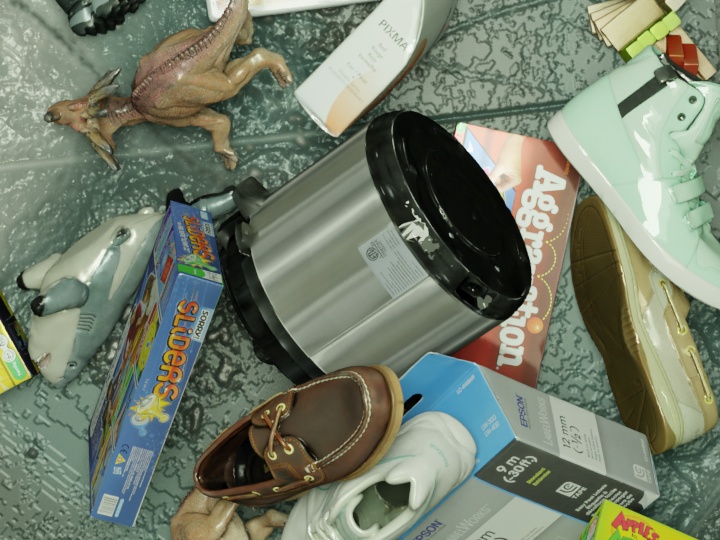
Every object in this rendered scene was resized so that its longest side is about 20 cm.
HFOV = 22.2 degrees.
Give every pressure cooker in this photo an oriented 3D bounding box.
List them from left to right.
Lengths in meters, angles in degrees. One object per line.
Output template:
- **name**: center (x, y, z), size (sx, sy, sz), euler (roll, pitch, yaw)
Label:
- **pressure cooker**: center (-0.001, 0.000, 1.323), size (0.200, 0.179, 0.176), euler (-35, 54, 24)

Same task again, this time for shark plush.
- **shark plush**: center (-0.178, 0.000, 1.409), size (0.200, 0.091, 0.083), euler (-42, 113, -17)

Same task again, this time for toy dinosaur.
- **toy dinosaur**: center (-0.139, -0.136, 1.334), size (0.135, 0.200, 0.086), euler (-6, 65, -35)
- **toy dinosaur**: center (-0.114, 0.228, 1.401), size (0.135, 0.086, 0.200), euler (-13, 75, 36)

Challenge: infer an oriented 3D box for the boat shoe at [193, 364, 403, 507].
- **boat shoe**: center (-0.046, 0.119, 1.263), size (0.070, 0.200, 0.071), euler (4, 62, -33)

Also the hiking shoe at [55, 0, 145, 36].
- **hiking shoe**: center (-0.163, -0.263, 1.355), size (0.200, 0.074, 0.087), euler (-41, 87, 16)

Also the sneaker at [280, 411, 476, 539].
- **sneaker**: center (-0.005, 0.171, 1.293), size (0.070, 0.080, 0.200), euler (48, 128, 3)

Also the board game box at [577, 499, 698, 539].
- **board game box**: center (0.183, 0.262, 1.353), size (0.101, 0.048, 0.200), euler (23, 133, -1)

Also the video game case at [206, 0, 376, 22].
- **video game case**: center (-0.038, -0.299, 1.391), size (0.182, 0.024, 0.200), euler (-7, 94, 1)

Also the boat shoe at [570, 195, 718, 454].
- **boat shoe**: center (0.215, 0.037, 1.389), size (0.066, 0.074, 0.200), euler (-11, 82, -26)

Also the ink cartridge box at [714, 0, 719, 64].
- **ink cartridge box**: center (0.345, -0.128, 1.335), size (0.144, 0.145, 0.200), euler (-6, 93, 1)

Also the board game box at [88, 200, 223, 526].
- **board game box**: center (-0.152, 0.066, 1.333), size (0.034, 0.135, 0.200), euler (16, 111, -15)

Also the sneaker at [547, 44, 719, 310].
- **sneaker**: center (0.242, -0.070, 1.339), size (0.118, 0.074, 0.200), euler (-42, 87, 22)

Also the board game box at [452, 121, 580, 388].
- **board game box**: center (0.103, -0.006, 1.409), size (0.103, 0.019, 0.200), euler (11, 94, -1)

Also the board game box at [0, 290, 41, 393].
- **board game box**: center (-0.363, 0.030, 1.398), size (0.165, 0.057, 0.200), euler (-29, 93, 1)

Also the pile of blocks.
- **pile of blocks**: center (0.210, -0.216, 1.373), size (0.082, 0.062, 0.200), euler (-15, 93, 1)

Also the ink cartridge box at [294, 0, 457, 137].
- **ink cartridge box**: center (0.052, -0.188, 1.307), size (0.200, 0.162, 0.050), euler (-41, 93, 19)

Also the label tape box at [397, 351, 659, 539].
- **label tape box**: center (0.093, 0.149, 1.329), size (0.200, 0.066, 0.143), euler (22, 130, -27)
